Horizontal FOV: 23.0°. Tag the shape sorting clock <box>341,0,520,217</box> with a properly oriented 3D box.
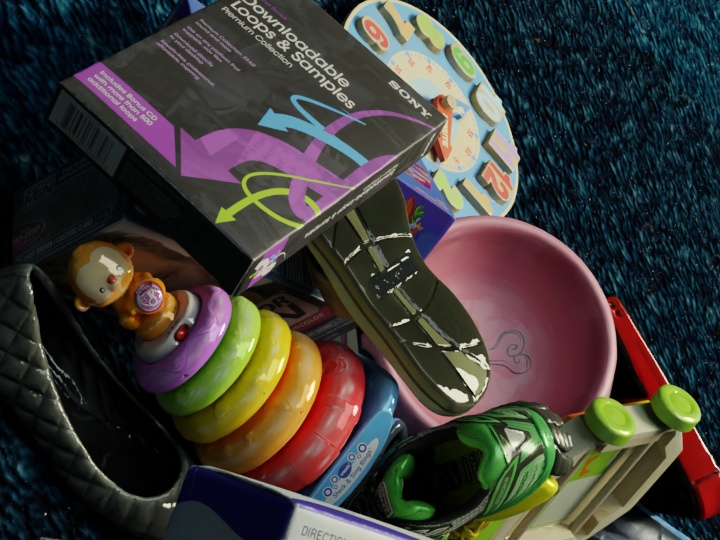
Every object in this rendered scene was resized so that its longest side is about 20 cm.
[{"bbox_3d":[0.056,-0.124,1.374,0.200,0.039,0.201,32,45,-38],"label":"shape sorting clock"}]

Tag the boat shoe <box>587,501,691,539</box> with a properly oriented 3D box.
[{"bbox_3d":[0.196,0.217,1.316,0.200,0.084,0.069,37,63,-6],"label":"boat shoe"}]

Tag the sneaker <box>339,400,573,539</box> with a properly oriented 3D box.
[{"bbox_3d":[0.021,0.130,1.021,0.085,0.200,0.078,7,54,-53],"label":"sneaker"}]

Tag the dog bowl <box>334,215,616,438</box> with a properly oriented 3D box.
[{"bbox_3d":[0.080,0.052,1.173,0.199,0.074,0.201,5,70,-13],"label":"dog bowl"}]

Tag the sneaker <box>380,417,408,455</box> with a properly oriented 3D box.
[{"bbox_3d":[0.024,0.189,1.096,0.066,0.078,0.201,3,68,-54],"label":"sneaker"}]

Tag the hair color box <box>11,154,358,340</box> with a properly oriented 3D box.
[{"bbox_3d":[-0.097,-0.007,1.042,0.200,0.100,0.061,24,52,-43],"label":"hair color box"}]

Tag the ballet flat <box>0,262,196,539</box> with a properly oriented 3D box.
[{"bbox_3d":[-0.142,0.080,0.964,0.200,0.057,0.067,49,38,-20],"label":"ballet flat"}]

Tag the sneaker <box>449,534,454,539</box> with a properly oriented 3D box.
[{"bbox_3d":[0.087,0.103,1.228,0.081,0.083,0.200,34,45,-35],"label":"sneaker"}]

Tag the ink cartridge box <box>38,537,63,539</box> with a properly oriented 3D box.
[{"bbox_3d":[-0.102,0.202,0.958,0.200,0.037,0.095,19,55,-49],"label":"ink cartridge box"}]

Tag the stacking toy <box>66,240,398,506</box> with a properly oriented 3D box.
[{"bbox_3d":[-0.084,0.048,0.984,0.200,0.110,0.116,42,83,-28],"label":"stacking toy"}]

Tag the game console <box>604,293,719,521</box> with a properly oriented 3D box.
[{"bbox_3d":[0.195,0.100,1.308,0.031,0.200,0.177,-26,91,-12],"label":"game console"}]

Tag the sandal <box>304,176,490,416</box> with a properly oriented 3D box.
[{"bbox_3d":[0.000,0.001,1.023,0.080,0.057,0.201,-22,80,-41],"label":"sandal"}]

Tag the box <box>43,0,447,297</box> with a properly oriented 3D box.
[{"bbox_3d":[-0.058,-0.084,0.984,0.143,0.036,0.200,42,41,9],"label":"box"}]

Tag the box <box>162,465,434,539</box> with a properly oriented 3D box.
[{"bbox_3d":[-0.021,0.223,0.893,0.184,0.105,0.201,24,82,-34],"label":"box"}]

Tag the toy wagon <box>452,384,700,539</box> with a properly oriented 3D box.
[{"bbox_3d":[0.125,0.138,1.120,0.200,0.155,0.040,-4,48,-45],"label":"toy wagon"}]

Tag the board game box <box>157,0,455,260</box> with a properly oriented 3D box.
[{"bbox_3d":[-0.040,-0.090,1.129,0.200,0.045,0.135,34,12,-18],"label":"board game box"}]
